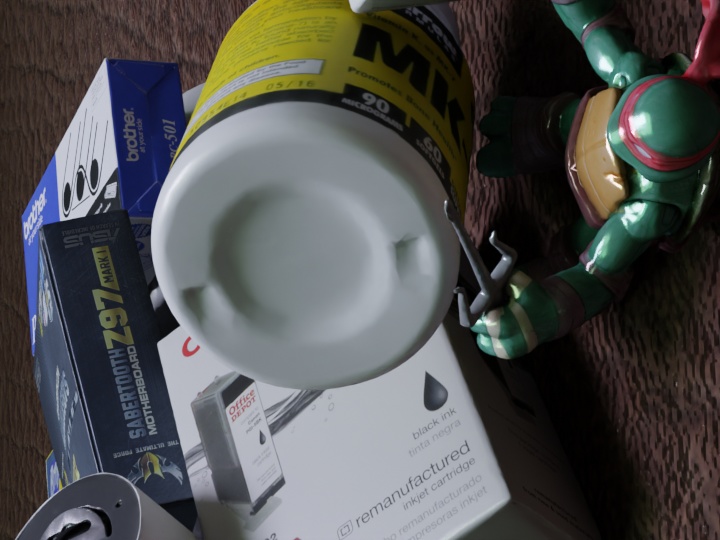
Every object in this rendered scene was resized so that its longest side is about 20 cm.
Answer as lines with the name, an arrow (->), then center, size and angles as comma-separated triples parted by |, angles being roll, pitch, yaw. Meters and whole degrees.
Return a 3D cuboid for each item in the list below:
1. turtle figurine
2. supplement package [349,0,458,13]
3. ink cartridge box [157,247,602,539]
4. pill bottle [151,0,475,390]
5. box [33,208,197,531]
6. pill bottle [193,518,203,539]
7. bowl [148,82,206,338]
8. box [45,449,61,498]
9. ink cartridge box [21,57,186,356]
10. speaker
turtle figurine -> 0.080, -0.038, 0.655 | 0.200, 0.100, 0.150 | 102, 178, -80
supplement package -> 0.062, -0.182, 0.655 | 0.200, 0.109, 0.114 | 141, 117, -68
ink cartridge box -> 0.002, 0.078, 0.818 | 0.147, 0.083, 0.200 | -37, 43, 16
pill bottle -> -0.011, -0.051, 0.750 | 0.200, 0.114, 0.115 | -80, -1, -60
box -> -0.132, 0.083, 0.985 | 0.200, 0.051, 0.158 | 111, 143, -64
pill bottle -> -0.113, 0.175, 1.188 | 0.113, 0.113, 0.201 | 151, 103, -70
bowl -> -0.094, 0.007, 1.083 | 0.200, 0.074, 0.201 | 120, 141, -49
box -> -0.250, 0.189, 1.756 | 0.200, 0.064, 0.070 | 133, 133, -66
ink cartridge box -> -0.146, -0.029, 1.054 | 0.200, 0.044, 0.094 | 132, 134, -57
speaker -> -0.069, 0.173, 0.836 | 0.200, 0.081, 0.081 | 47, -170, -36
